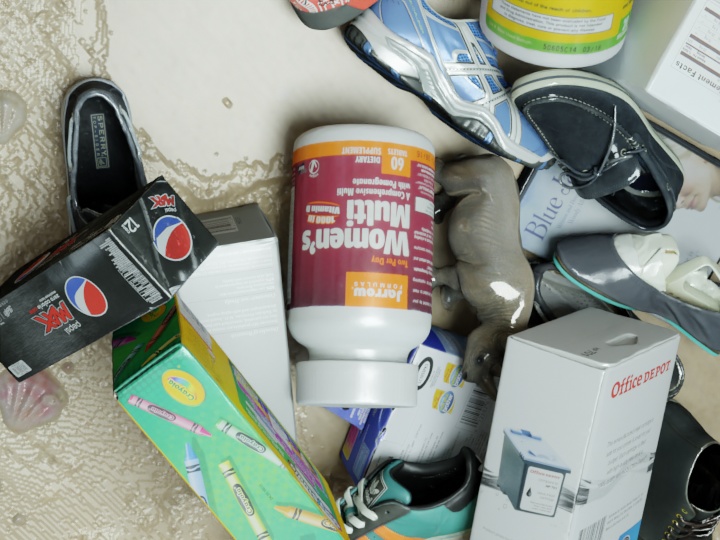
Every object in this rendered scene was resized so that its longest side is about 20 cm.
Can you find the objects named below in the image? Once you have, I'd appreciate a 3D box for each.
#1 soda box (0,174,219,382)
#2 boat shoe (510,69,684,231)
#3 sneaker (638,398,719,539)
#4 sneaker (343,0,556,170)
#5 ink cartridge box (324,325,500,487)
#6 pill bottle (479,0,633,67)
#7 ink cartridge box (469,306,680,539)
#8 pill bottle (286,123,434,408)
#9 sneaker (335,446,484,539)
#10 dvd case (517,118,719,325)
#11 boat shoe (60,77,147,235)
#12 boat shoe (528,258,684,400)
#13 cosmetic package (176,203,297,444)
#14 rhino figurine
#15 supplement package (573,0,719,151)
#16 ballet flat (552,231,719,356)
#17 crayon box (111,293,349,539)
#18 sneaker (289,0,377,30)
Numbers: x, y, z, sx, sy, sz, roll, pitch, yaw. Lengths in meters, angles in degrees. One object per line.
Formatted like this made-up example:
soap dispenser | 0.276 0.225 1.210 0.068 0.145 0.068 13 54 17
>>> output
soda box | -0.192 0.009 0.922 0.199 0.071 0.063 -25 110 41
boat shoe | 0.186 -0.091 1.001 0.200 0.074 0.063 32 55 -41
sneaker | 0.281 0.221 1.144 0.074 0.106 0.202 -14 108 -10
sneaker | 0.085 -0.148 1.006 0.199 0.076 0.077 36 90 -22
ink cartridge box | 0.072 0.125 1.080 0.199 0.076 0.137 18 101 -20
pill bottle | 0.150 -0.256 0.923 0.110 0.111 0.201 -5 129 -13
ink cartridge box | 0.161 0.142 0.987 0.146 0.085 0.202 -12 114 -54
pill bottle | 0.000 0.000 0.977 0.109 0.110 0.202 4 82 -15
sneaker | 0.009 0.188 1.011 0.199 0.072 0.080 -20 125 -1
dvd case | 0.225 -0.053 1.099 0.199 0.018 0.143 26 99 -19
boat shoe | -0.183 -0.040 0.973 0.071 0.068 0.202 -7 107 -12
boat shoe | 0.203 0.052 1.093 0.199 0.060 0.074 36 70 -19
cosmetic package | -0.100 0.062 1.005 0.089 0.107 0.202 -10 110 -10
rhino figurine | 0.093 0.004 1.010 0.087 0.060 0.202 -16 76 31
supplement package | 0.290 -0.203 1.001 0.150 0.152 0.201 26 98 -20
ballet flat | 0.249 0.005 1.073 0.199 0.073 0.073 26 98 -25
crayon box | -0.089 0.120 0.905 0.058 0.119 0.200 -36 109 1
sneaker | 0.024 -0.264 0.938 0.201 0.067 0.108 -34 146 -2
